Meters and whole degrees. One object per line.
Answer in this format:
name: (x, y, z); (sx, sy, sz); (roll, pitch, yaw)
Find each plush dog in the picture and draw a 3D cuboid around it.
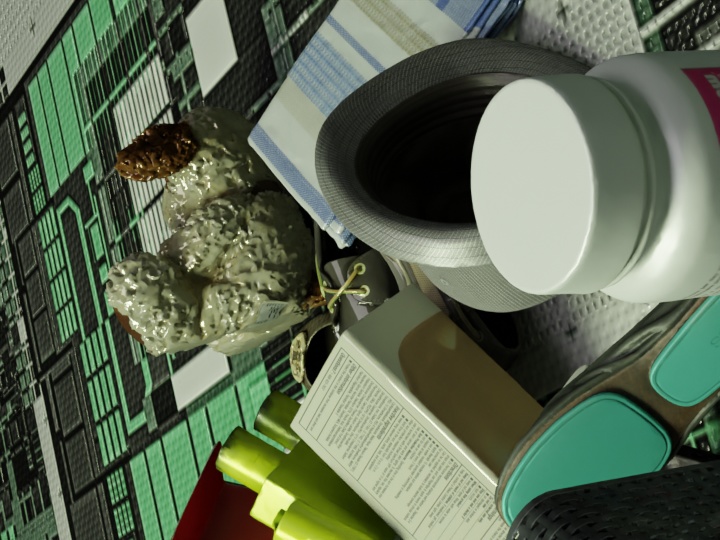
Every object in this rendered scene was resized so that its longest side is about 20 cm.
plush dog: (-0.094, -0.039, 1.372); (0.160, 0.200, 0.173); (-22, 80, 21)

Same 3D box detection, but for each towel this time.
towel: (0.012, -0.127, 1.205); (0.200, 0.024, 0.147); (-55, 41, 11)

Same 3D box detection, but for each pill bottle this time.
pill bottle: (0.158, -0.044, 0.860); (0.113, 0.199, 0.114); (17, 110, 58)

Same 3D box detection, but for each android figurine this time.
android figurine: (0.012, 0.146, 1.185); (0.199, 0.182, 0.041); (29, 117, 11)

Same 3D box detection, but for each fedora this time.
fedora: (0.075, -0.045, 1.086); (0.200, 0.177, 0.091); (31, 151, 46)

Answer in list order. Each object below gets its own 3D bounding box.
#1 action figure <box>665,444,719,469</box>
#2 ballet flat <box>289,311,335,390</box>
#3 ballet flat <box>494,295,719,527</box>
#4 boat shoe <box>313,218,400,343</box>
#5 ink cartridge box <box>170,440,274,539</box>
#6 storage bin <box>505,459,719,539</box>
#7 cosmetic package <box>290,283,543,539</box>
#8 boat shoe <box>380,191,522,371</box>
action figure: (0.164, 0.199, 1.010); (0.130, 0.069, 0.201); (-109, 31, -73)
ballet flat: (-0.005, 0.066, 1.323); (0.200, 0.046, 0.068); (9, 103, 60)
ballet flat: (0.150, 0.061, 0.977); (0.200, 0.068, 0.068); (-43, 13, 15)
boat shoe: (0.000, 0.000, 1.239); (0.072, 0.060, 0.202); (-25, 58, 38)
ink cartridge box: (-0.078, 0.240, 1.187); (0.200, 0.083, 0.176); (-69, -18, -44)
storage bin: (0.168, 0.171, 0.877); (0.094, 0.199, 0.136); (31, 122, 54)
cosmetic package: (0.063, 0.117, 1.108); (0.200, 0.071, 0.105); (45, 137, 12)
boat shoe: (0.058, -0.016, 1.189); (0.073, 0.074, 0.201); (-34, 65, 37)
